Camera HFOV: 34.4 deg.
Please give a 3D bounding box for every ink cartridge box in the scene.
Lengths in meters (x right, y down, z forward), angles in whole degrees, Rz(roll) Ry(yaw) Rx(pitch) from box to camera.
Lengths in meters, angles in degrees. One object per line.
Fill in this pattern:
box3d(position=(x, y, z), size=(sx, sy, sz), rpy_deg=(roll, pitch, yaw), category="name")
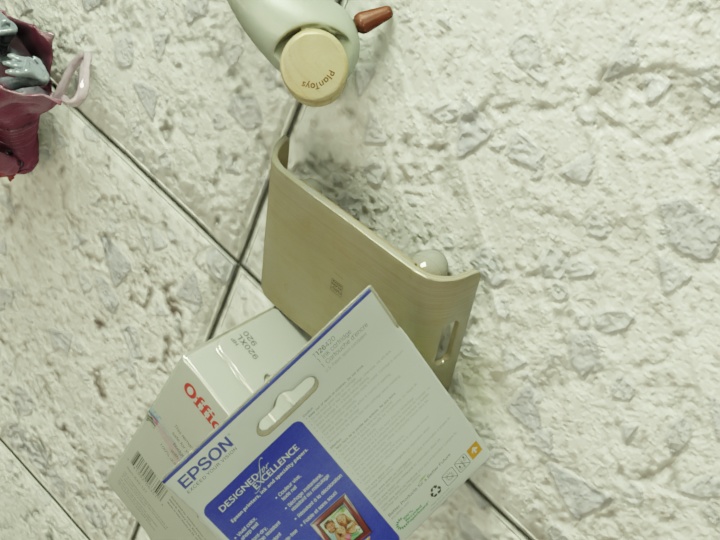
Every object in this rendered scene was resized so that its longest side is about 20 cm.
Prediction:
box3d(position=(-0.096, 0.154, 1.005), size=(0.148, 0.144, 0.201), rpy_deg=(49, 132, 12), category="ink cartridge box")
box3d(position=(-0.022, 0.136, 0.856), size=(0.201, 0.197, 0.047), rpy_deg=(53, 171, -31), category="ink cartridge box")

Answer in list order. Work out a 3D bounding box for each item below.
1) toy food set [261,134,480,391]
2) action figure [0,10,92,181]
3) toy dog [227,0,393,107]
box3d(position=(0.000, 0.000, 0.924), size=(0.199, 0.060, 0.145), rpy_deg=(37, 140, 24), category="toy food set")
box3d(position=(-0.331, -0.155, 1.126), size=(0.146, 0.136, 0.201), rpy_deg=(8, 139, -9), category="action figure")
box3d(position=(-0.052, -0.210, 0.835), size=(0.201, 0.096, 0.132), rpy_deg=(52, -178, -30), category="toy dog")
